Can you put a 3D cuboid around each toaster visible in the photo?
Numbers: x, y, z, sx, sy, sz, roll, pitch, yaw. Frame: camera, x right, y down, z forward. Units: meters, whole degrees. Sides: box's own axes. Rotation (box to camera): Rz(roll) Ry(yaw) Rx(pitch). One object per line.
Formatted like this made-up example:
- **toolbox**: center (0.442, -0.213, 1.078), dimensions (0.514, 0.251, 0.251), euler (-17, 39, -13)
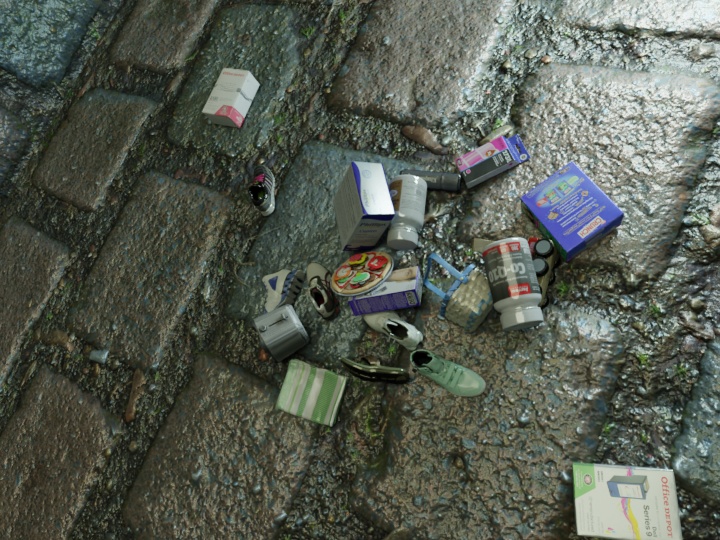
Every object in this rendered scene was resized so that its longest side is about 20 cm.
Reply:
- **toaster**: center (-0.229, 0.187, 1.510), dimensions (0.128, 0.201, 0.114), euler (-28, 62, -9)

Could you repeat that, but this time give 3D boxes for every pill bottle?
- **pill bottle**: center (0.365, 0.034, 1.231), dimensions (0.113, 0.114, 0.202), euler (-15, 72, 17)
- **pill bottle**: center (0.131, -0.168, 1.515), dimensions (0.113, 0.114, 0.202), euler (0, 71, 23)

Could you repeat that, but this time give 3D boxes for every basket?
- **basket**: center (0.252, 0.053, 1.355), dimensions (0.199, 0.177, 0.139), euler (35, 72, 16)

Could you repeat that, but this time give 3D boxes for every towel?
- **towel**: center (-0.142, 0.352, 1.491), dimensions (0.198, 0.023, 0.154), euler (11, 77, 26)

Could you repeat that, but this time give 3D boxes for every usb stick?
- **usb stick**: center (0.210, -0.273, 1.562), dimensions (0.198, 0.033, 0.056), euler (11, 105, 27)

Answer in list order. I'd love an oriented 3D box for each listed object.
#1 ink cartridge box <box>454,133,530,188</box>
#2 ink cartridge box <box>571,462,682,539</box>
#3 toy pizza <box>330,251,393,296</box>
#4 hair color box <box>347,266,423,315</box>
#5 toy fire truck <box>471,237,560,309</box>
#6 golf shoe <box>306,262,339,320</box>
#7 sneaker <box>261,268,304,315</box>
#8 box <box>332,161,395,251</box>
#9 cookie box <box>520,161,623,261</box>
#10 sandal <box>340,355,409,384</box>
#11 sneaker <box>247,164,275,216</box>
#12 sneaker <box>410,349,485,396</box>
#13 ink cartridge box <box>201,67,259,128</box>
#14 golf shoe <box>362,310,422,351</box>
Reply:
- **ink cartridge box**: center (0.385, -0.327, 1.513), dimensions (0.199, 0.037, 0.095), euler (-24, 63, 11)
- **ink cartridge box**: center (0.561, 0.494, 1.101), dimensions (0.198, 0.088, 0.147), euler (-2, 69, 20)
- **toy pizza**: center (0.000, 0.000, 1.501), dimensions (0.198, 0.032, 0.201), euler (-18, 33, 12)
- **hair color box**: center (0.073, 0.058, 1.459), dimensions (0.198, 0.065, 0.110), euler (-10, 32, 18)
- **toy fire truck**: center (0.395, -0.008, 1.349), dimensions (0.199, 0.128, 0.178), euler (11, 76, 38)
- **golf shoe**: center (-0.123, 0.050, 1.560), dimensions (0.077, 0.088, 0.201), euler (-30, 61, 12)
- **sneaker**: center (-0.266, 0.076, 1.623), dimensions (0.114, 0.081, 0.201), euler (17, 72, 31)
- **box**: center (0.005, -0.186, 1.521), dimensions (0.104, 0.200, 0.186), euler (-2, 63, -22)
- **cookie box**: center (0.549, -0.155, 1.353), dimensions (0.170, 0.075, 0.201), euler (-35, 61, 7)
- **sandal**: center (0.042, 0.268, 1.422), dimensions (0.199, 0.080, 0.058), euler (6, 56, 18)
- **sneaker**: center (-0.345, -0.291, 1.780), dimensions (0.073, 0.087, 0.202), euler (-17, 65, 17)
- **sneaker**: center (0.216, 0.263, 1.316), dimensions (0.199, 0.118, 0.074), euler (18, 77, 26)
- **ink cartridge box**: center (-0.497, -0.665, 1.988), dimensions (0.145, 0.083, 0.202), euler (17, 79, 28)
- **golf shoe**: center (0.079, 0.145, 1.432), dimensions (0.199, 0.097, 0.079), euler (27, 84, 30)
